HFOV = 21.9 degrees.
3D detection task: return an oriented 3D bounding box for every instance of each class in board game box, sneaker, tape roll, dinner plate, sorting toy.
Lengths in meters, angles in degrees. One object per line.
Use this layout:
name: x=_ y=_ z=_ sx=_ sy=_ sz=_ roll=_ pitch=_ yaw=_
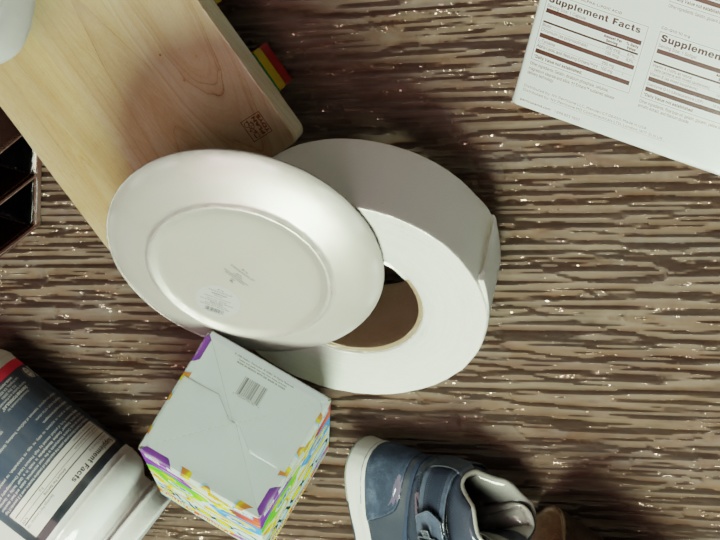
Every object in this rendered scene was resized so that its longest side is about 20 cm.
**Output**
board game box: x=-0.092 y=0.136 z=1.416 sx=0.105 sy=0.103 sz=0.200 roll=29 pitch=166 yaw=7
sneaker: x=0.070 y=0.234 z=1.464 sx=0.146 sy=0.077 sz=0.203 roll=5 pitch=118 yaw=36
tape roll: x=0.000 y=0.000 z=1.349 sx=0.202 sy=0.071 sz=0.203 roll=8 pitch=137 yaw=8
dinner plate: x=-0.083 y=-0.005 z=1.300 sx=0.200 sy=0.024 sz=0.200 roll=9 pitch=138 yaw=8
sorting toy: x=-0.162 y=-0.146 z=1.381 sx=0.199 sy=0.070 sz=0.200 roll=-29 pitch=103 yaw=33

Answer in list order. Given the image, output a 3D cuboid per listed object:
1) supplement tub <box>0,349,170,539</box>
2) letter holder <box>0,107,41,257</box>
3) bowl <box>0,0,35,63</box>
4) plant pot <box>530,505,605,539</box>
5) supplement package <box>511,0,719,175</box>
supplement tub: x=-0.272 y=0.174 z=1.556 sx=0.200 sy=0.140 sz=0.140 roll=38 pitch=125 yaw=1
letter holder: x=-0.373 y=-0.075 z=1.466 sx=0.200 sy=0.142 sz=0.101 roll=16 pitch=122 yaw=16
bowl: x=-0.301 y=-0.234 z=1.345 sx=0.200 sy=0.075 sz=0.200 roll=4 pitch=87 yaw=38
plant pot: x=0.194 y=0.306 z=1.418 sx=0.200 sy=0.187 sz=0.187 roll=27 pitch=125 yaw=-7
supplement package: x=0.204 y=-0.199 z=1.119 sx=0.147 sy=0.191 sz=0.200 roll=20 pitch=122 yaw=12
